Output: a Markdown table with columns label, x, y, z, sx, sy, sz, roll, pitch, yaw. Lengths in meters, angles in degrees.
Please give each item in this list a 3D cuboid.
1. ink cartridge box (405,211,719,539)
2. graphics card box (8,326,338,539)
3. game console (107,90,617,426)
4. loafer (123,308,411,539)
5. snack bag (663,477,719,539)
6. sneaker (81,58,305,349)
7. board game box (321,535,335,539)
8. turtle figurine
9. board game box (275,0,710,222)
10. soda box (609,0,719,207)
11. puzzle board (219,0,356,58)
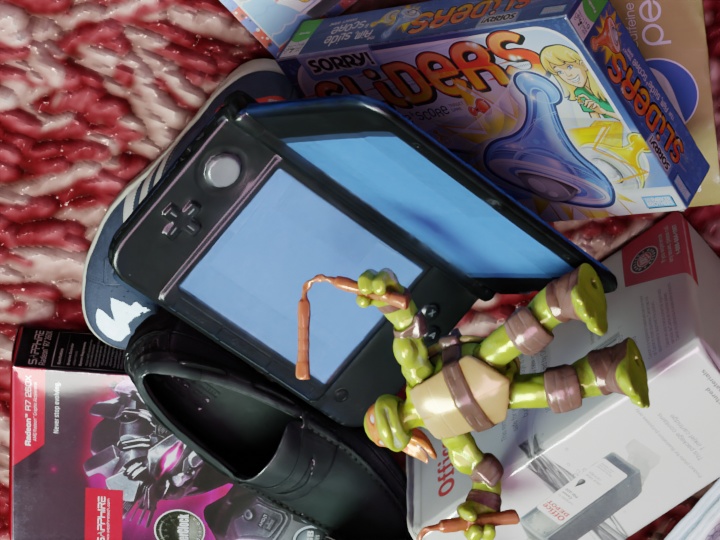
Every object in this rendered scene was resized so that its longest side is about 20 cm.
| label | x | y | z | sx | sy | sz | roll | pitch | yaw |
| --- | --- | --- | --- | --- | --- | --- | --- | --- | --- |
| ink cartridge box | 0.126 | 0.081 | 1.664 | 0.200 | 0.146 | 0.085 | -34 | 114 | 19 |
| graphics card box | -0.105 | 0.103 | 1.740 | 0.200 | 0.051 | 0.126 | 4 | 118 | -1 |
| game console | 0.000 | 0.000 | 1.569 | 0.200 | 0.118 | 0.171 | 35 | 100 | -32 |
| loafer | -0.050 | 0.100 | 1.668 | 0.200 | 0.070 | 0.068 | 38 | 113 | -17 |
| snack bag | 0.174 | 0.191 | 1.694 | 0.200 | 0.189 | 0.021 | -47 | 69 | 7 |
| sneaker | -0.096 | -0.024 | 1.649 | 0.075 | 0.085 | 0.200 | 28 | 116 | -13 |
| board game box | 0.022 | 0.203 | 1.716 | 0.135 | 0.200 | 0.028 | 25 | 76 | -3 |
| turtle figurine | 0.068 | 0.068 | 1.572 | 0.161 | 0.064 | 0.200 | -22 | 102 | 19 |
| board game box | 0.068 | -0.083 | 1.576 | 0.200 | 0.034 | 0.135 | -6 | 131 | 42 |
| soda box | 0.151 | -0.133 | 1.589 | 0.064 | 0.068 | 0.200 | -6 | 118 | 5 |
| puzzle board | -0.019 | -0.220 | 1.577 | 0.200 | 0.017 | 0.151 | -37 | 112 | 21 |
